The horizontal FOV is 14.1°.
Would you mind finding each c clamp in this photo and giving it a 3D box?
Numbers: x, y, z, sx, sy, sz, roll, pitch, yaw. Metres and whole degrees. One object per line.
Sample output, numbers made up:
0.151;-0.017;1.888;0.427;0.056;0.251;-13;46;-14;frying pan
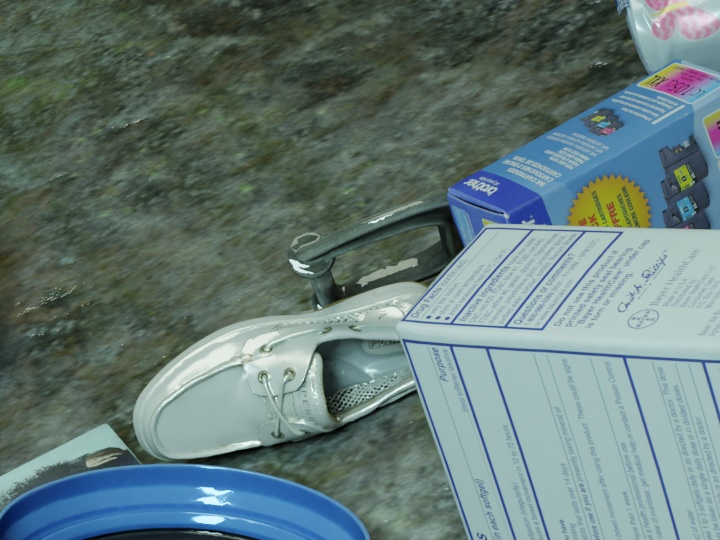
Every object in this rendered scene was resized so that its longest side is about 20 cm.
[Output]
0.000;0.000;1.724;0.170;0.027;0.200;-16;-14;-5;c clamp

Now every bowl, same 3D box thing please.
-0.095;0.157;1.532;0.200;0.040;0.201;3;18;-1;bowl

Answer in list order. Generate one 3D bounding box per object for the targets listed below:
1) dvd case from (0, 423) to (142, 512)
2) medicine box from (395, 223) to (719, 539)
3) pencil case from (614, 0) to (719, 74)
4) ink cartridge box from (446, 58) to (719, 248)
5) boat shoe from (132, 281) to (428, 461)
-0.208;0.166;1.679;0.199;0.022;0.146;-28;29;-13;dvd case
0.143;0.080;1.434;0.199;0.183;0.103;3;35;36;medicine box
0.272;-0.184;1.926;0.199;0.083;0.091;-14;50;10;pencil case
0.139;-0.011;1.648;0.199;0.137;0.076;-29;23;-16;ink cartridge box
-0.035;0.064;1.695;0.199;0.071;0.069;-23;26;-8;boat shoe
